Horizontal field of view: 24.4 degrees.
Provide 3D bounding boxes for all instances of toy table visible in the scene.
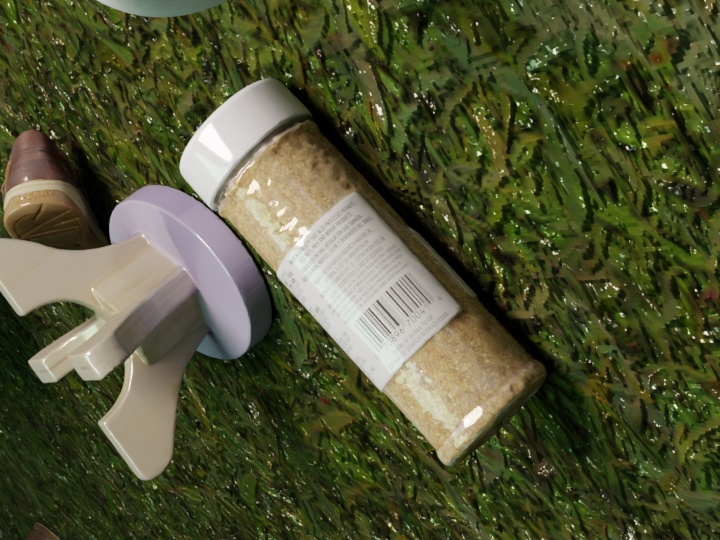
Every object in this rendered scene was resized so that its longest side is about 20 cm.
[{"bbox_3d":[-0.150,0.029,1.085,0.184,0.117,0.200,51,159,2],"label":"toy table"}]

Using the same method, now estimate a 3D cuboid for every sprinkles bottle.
[{"bbox_3d":[0.000,0.000,0.804,0.200,0.068,0.068,48,158,10],"label":"sprinkles bottle"}]

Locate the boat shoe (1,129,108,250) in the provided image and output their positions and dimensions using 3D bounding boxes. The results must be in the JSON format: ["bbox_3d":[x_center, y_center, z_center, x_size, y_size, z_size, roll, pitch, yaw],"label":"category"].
[{"bbox_3d":[-0.224,-0.045,1.204,0.200,0.071,0.073,94,165,-74],"label":"boat shoe"}]

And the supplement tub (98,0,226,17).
[{"bbox_3d":[-0.108,-0.197,0.613,0.200,0.140,0.141,39,156,28],"label":"supplement tub"}]

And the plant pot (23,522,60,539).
[{"bbox_3d":[-0.470,0.498,2.349,0.200,0.198,0.201,41,157,22],"label":"plant pot"}]
